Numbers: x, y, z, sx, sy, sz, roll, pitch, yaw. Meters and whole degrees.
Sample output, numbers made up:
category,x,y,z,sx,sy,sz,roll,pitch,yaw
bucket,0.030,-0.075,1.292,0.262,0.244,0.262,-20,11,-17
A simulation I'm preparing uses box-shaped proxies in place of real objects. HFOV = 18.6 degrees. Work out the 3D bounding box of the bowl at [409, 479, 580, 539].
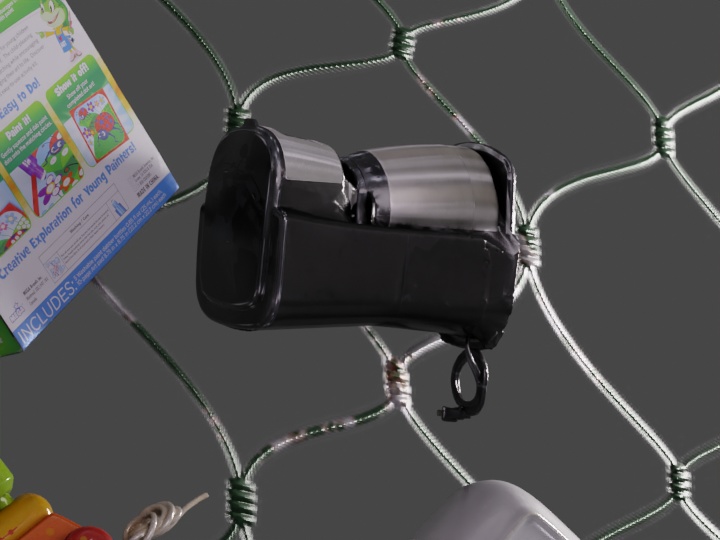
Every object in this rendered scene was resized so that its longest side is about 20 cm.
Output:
category,x,y,z,sx,sy,sz,roll,pitch,yaw
bowl,0.110,0.256,1.503,0.200,0.075,0.200,46,55,-7

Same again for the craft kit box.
category,x,y,z,sx,sy,sz,roll,pitch,yaw
craft kit box,-0.225,-0.079,1.396,0.200,0.048,0.198,-50,120,-47

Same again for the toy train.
category,x,y,z,sx,sy,sz,roll,pitch,yaw
toy train,-0.200,0.157,1.351,0.116,0.085,0.200,45,53,8

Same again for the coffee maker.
category,x,y,z,sx,sy,sz,roll,pitch,yaw
coffee maker,0.000,0.000,1.502,0.199,0.135,0.193,1,71,-31
